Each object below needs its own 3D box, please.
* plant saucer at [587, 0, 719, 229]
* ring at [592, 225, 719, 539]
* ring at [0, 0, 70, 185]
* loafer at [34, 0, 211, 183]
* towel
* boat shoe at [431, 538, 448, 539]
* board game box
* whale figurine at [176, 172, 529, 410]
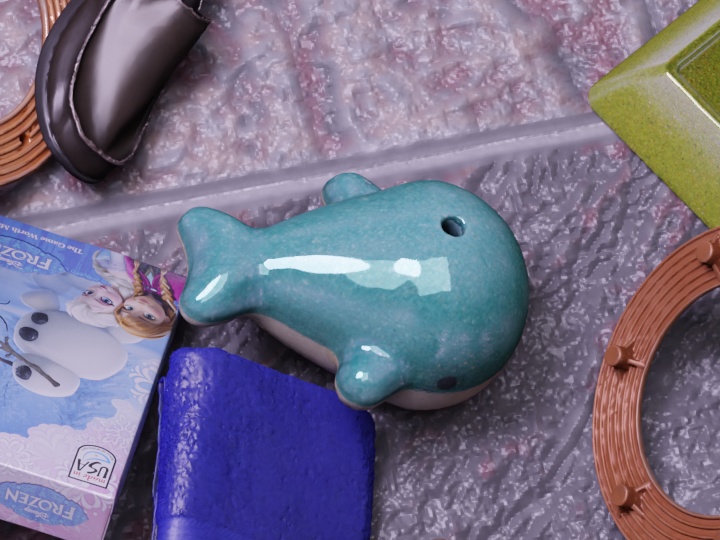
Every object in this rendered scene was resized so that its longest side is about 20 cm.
[{"bbox_3d":[0.272,-0.103,1.581,0.200,0.048,0.200,-38,73,-15],"label":"plant saucer"},{"bbox_3d":[0.196,0.068,1.448,0.019,0.200,0.201,18,60,-40],"label":"ring"},{"bbox_3d":[-0.234,-0.145,1.527,0.019,0.200,0.201,-11,59,42],"label":"ring"},{"bbox_3d":[-0.130,-0.145,1.561,0.071,0.073,0.201,-6,59,41],"label":"loafer"},{"bbox_3d":[-0.059,0.153,1.441,0.147,0.049,0.201,24,62,-38],"label":"towel"},{"bbox_3d":[0.054,0.246,1.429,0.076,0.072,0.201,10,74,-13],"label":"boat shoe"},{"bbox_3d":[-0.209,0.044,1.446,0.199,0.043,0.199,18,38,-3],"label":"board game box"},{"bbox_3d":[0.000,0.000,1.476,0.199,0.104,0.160,11,51,-17],"label":"whale figurine"}]
